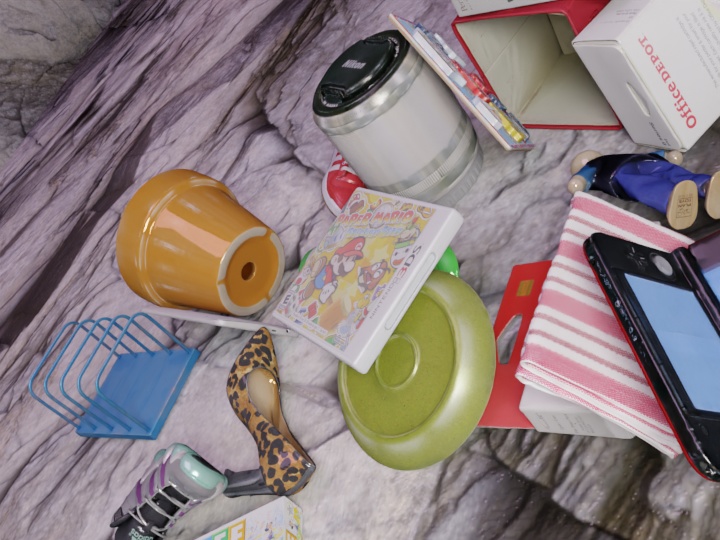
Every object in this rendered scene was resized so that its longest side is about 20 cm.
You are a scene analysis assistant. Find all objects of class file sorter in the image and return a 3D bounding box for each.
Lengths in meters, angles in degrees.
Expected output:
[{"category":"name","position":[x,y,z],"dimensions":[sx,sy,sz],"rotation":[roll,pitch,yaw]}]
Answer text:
[{"category":"file sorter","position":[-0.356,0.146,1.132],"dimensions":[0.197,0.123,0.140],"rotation":[-9,45,41]}]

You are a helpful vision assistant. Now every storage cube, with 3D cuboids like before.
[{"category":"storage cube","position":[0.247,-0.293,0.936],"dimensions":[0.199,0.171,0.181],"rotation":[16,64,52]}]

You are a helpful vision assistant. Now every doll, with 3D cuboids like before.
[{"category":"doll","position":[0.265,-0.090,0.779],"dimensions":[0.134,0.049,0.200],"rotation":[-14,20,-11]}]

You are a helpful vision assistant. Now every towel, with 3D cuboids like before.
[{"category":"towel","position":[0.217,0.035,0.653],"dimensions":[0.202,0.144,0.030],"rotation":[-63,-3,-33]}]

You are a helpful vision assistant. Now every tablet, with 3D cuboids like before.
[{"category":"tablet","position":[-0.186,0.066,1.045],"dimensions":[0.198,0.129,0.014],"rotation":[4,83,47]}]

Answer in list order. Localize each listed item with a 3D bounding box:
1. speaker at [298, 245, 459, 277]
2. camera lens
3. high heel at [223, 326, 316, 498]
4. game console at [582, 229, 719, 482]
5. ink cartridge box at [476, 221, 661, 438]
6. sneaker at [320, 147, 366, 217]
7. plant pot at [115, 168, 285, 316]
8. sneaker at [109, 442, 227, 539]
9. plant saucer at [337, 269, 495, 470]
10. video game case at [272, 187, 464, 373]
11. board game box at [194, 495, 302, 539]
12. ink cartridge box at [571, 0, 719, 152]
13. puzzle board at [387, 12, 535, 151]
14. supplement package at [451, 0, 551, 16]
[{"category":"speaker","position":[0.017,0.006,0.929],"dimensions":[0.198,0.089,0.089],"rotation":[-2,51,45]},{"category":"camera lens","position":[0.047,-0.182,0.998],"dimensions":[0.158,0.200,0.162],"rotation":[-27,36,22]},{"category":"high heel","position":[-0.088,0.149,0.884],"dimensions":[0.141,0.071,0.204],"rotation":[-19,56,42]},{"category":"game console","position":[0.281,0.033,0.560],"dimensions":[0.119,0.170,0.203],"rotation":[-50,41,37]},{"category":"ink cartridge box","position":[0.184,0.052,0.740],"dimensions":[0.174,0.045,0.202],"rotation":[-7,48,41]},{"category":"sneaker","position":[0.002,-0.162,1.109],"dimensions":[0.113,0.070,0.202],"rotation":[-53,21,38]},{"category":"plant pot","position":[-0.211,-0.025,1.123],"dimensions":[0.181,0.201,0.202],"rotation":[20,66,37]},{"category":"sneaker","position":[-0.220,0.267,0.862],"dimensions":[0.141,0.077,0.200],"rotation":[-56,8,-26]},{"category":"plant saucer","position":[0.043,0.093,0.790],"dimensions":[0.198,0.031,0.204],"rotation":[-17,63,38]},{"category":"video game case","position":[0.000,0.000,0.847],"dimensions":[0.184,0.023,0.199],"rotation":[-56,31,-8]},{"category":"board game box","position":[-0.145,0.327,0.791],"dimensions":[0.198,0.034,0.136],"rotation":[-31,35,19]},{"category":"ink cartridge box","position":[0.335,-0.244,0.807],"dimensions":[0.200,0.145,0.087],"rotation":[-47,23,-5]},{"category":"puzzle board","position":[0.123,-0.215,0.916],"dimensions":[0.017,0.201,0.150],"rotation":[-44,-9,21]},{"category":"supplement package","position":[0.178,-0.357,0.819],"dimensions":[0.198,0.117,0.118],"rotation":[7,57,46]}]
